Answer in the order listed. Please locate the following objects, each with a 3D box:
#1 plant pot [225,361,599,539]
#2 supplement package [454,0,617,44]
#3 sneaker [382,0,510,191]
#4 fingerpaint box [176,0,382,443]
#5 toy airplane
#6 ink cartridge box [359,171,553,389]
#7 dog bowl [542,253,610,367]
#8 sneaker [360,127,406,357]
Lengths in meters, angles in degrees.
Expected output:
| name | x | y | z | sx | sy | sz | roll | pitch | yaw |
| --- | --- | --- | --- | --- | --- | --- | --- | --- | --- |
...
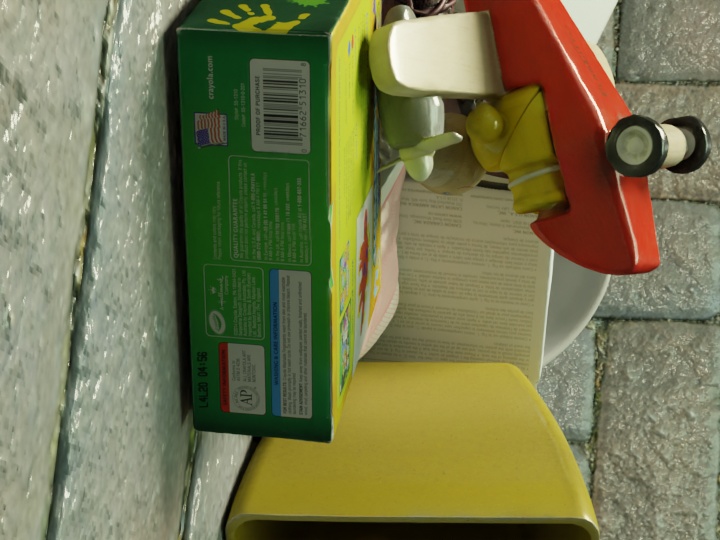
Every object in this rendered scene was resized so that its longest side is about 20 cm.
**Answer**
| name | x | y | z | sx | sy | sz | roll | pitch | yaw |
| --- | --- | --- | --- | --- | --- | --- | --- | --- | --- |
| plant pot | 0.033 | 0.160 | 1.039 | 0.177 | 0.199 | 0.201 | -85 | 175 | -54 |
| supplement package | 0.105 | -0.215 | 1.200 | 0.117 | 0.117 | 0.201 | 31 | -85 | 53 |
| sneaker | 0.048 | -0.133 | 1.033 | 0.076 | 0.200 | 0.116 | -32 | 141 | -39 |
| fingerpaint box | -0.035 | -0.046 | 0.839 | 0.167 | 0.073 | 0.201 | -71 | 163 | -63 |
| toy airplane | 0.073 | -0.100 | 0.910 | 0.200 | 0.141 | 0.200 | 36 | 33 | -26 |
| ink cartridge box | 0.039 | 0.025 | 1.111 | 0.057 | 0.162 | 0.201 | -69 | 163 | -60 |
| dog bowl | 0.096 | -0.005 | 1.367 | 0.079 | 0.199 | 0.201 | -129 | -151 | -47 |
| sneaker | -0.010 | -0.032 | 1.038 | 0.105 | 0.075 | 0.201 | 41 | 58 | -79 |
